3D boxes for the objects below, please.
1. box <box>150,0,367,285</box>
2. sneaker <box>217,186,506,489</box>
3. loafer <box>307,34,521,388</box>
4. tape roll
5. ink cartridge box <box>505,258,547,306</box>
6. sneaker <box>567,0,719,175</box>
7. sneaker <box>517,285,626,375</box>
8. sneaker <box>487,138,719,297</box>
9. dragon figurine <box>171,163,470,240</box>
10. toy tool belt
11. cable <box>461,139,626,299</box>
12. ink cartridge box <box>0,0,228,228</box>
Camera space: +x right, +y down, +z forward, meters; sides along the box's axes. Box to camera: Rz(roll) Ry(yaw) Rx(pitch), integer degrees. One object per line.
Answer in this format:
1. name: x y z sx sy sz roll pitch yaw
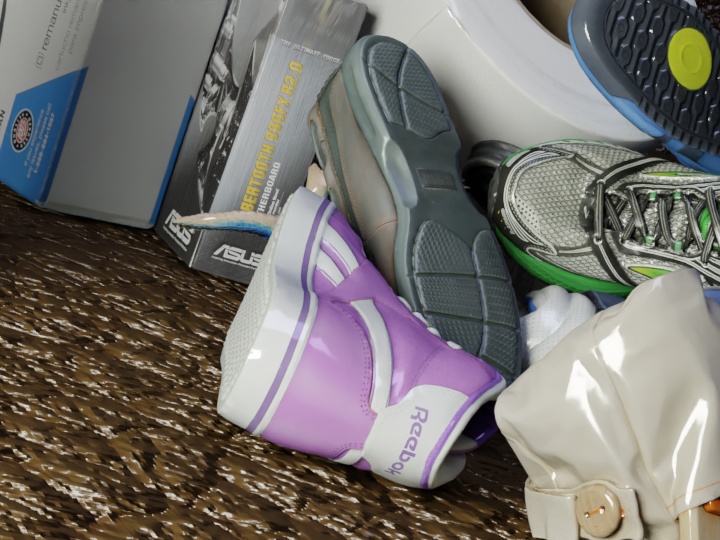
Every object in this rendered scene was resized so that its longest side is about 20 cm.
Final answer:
1. box: -0.075 -0.096 1.070 0.048 0.160 0.200 15 11 -25
2. sneaker: 0.003 0.034 0.800 0.113 0.073 0.201 22 20 -8
3. loafer: 0.021 -0.011 0.899 0.071 0.063 0.202 11 54 -39
4. tape roll: 0.075 -0.125 1.080 0.201 0.139 0.204 21 51 -28
5. ink cartridge box: 0.134 0.008 1.193 0.115 0.068 0.200 14 11 -32
6. sneaker: 0.162 -0.083 0.973 0.199 0.067 0.078 24 -14 -36
7. sneaker: 0.139 0.045 0.959 0.146 0.081 0.200 29 18 22
8. sneaker: 0.159 -0.024 0.940 0.198 0.079 0.085 10 -10 -6
9. dragon figurine: 0.000 0.000 0.986 0.199 0.100 0.059 -13 30 -37
10. toy tool belt: 0.146 0.074 0.774 0.199 0.125 0.124 -6 61 -56
11. cable: 0.129 0.009 1.010 0.097 0.051 0.200 4 -30 48
12. ink cartridge box: -0.177 -0.128 1.075 0.084 0.146 0.199 10 13 -44
